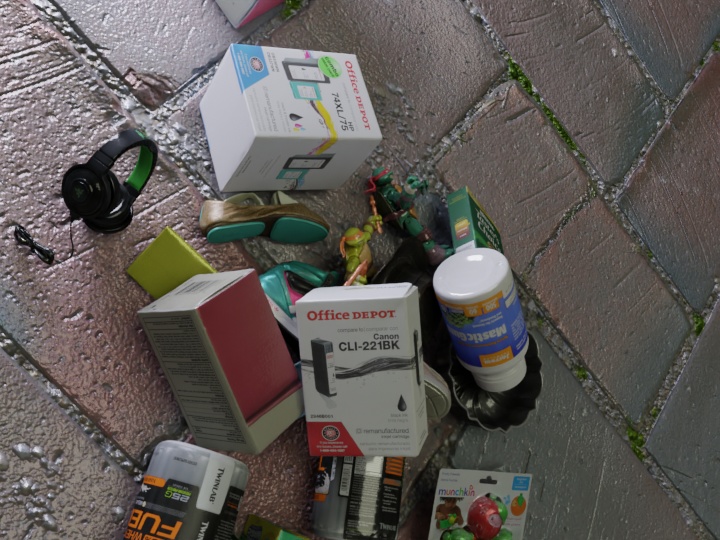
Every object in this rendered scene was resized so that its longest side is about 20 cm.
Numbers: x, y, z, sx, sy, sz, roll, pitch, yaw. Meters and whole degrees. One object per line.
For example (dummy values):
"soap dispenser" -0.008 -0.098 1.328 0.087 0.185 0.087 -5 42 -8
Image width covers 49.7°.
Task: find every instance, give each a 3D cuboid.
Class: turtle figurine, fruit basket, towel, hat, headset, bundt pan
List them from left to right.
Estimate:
"headset" -0.338 -0.096 0.970 0.094 0.124 0.201 34 79 7
"towel" -0.212 0.038 1.043 0.086 0.018 0.200 -44 105 4
"turtle figurine" 0.000 0.000 1.135 0.201 0.064 0.162 -78 158 -48
"turtle figurine" 0.076 -0.106 1.233 0.201 0.100 0.150 59 18 -9
"hat" 0.075 0.058 1.138 0.080 0.202 0.201 23 58 24
"fruit basket" 0.180 0.403 1.166 0.183 0.093 0.203 12 92 -29
"bundt pan" 0.200 0.161 1.257 0.200 0.076 0.205 8 75 -29

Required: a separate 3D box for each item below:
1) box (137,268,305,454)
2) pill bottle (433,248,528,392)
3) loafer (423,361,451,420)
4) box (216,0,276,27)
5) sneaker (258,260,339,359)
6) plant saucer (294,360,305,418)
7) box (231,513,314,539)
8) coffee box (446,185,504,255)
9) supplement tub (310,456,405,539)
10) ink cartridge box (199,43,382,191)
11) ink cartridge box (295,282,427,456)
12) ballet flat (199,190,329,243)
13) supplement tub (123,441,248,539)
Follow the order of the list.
"box" -0.169 0.113 0.976 0.109 0.127 0.202 -36 113 -43
"pill bottle" 0.181 0.078 1.123 0.112 0.111 0.201 -45 129 -31
"loafer" 0.042 0.128 1.076 0.199 0.072 0.063 39 21 -3
"box" -0.136 -0.480 1.167 0.200 0.109 0.128 -43 101 -31
"sneaker" -0.061 0.061 1.117 0.200 0.083 0.121 47 68 -9
"plant saucer" -0.056 0.146 1.057 0.070 0.199 0.019 57 19 -7
"box" -0.073 0.373 1.017 0.199 0.117 0.049 29 72 -23
"coffee box" 0.191 -0.030 1.244 0.123 0.044 0.201 47 27 -33
"supplement tub" 0.002 0.272 1.083 0.121 0.122 0.202 17 70 -27
"ink cartridge box" -0.101 -0.211 1.102 0.198 0.146 0.148 -6 69 -33
"ink cartridge box" 0.004 0.124 0.980 0.084 0.142 0.203 -29 115 -75
"ballet flat" -0.139 -0.080 1.120 0.198 0.068 0.073 -4 61 -28
"supplement tub" -0.217 0.317 0.929 0.122 0.122 0.202 25 66 -24
